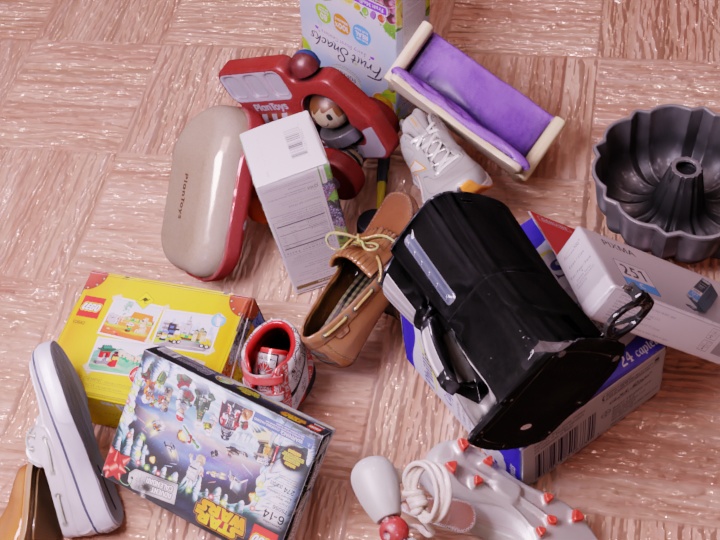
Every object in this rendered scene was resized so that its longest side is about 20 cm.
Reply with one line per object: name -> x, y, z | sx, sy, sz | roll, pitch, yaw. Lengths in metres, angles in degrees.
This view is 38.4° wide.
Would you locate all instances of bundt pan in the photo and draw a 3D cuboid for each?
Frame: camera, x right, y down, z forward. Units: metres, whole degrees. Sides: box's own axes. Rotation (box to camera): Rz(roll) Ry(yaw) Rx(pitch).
bundt pan -> 0.347, -0.086, 1.122 | 0.201, 0.076, 0.203 | -2, 50, 2

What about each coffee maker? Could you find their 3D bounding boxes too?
coffee maker -> 0.132, 0.025, 0.912 | 0.192, 0.135, 0.200 | -38, 55, 10

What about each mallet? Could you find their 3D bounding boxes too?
mallet -> 0.025, -0.087, 1.219 | 0.041, 0.066, 0.200 | -1, 41, 8

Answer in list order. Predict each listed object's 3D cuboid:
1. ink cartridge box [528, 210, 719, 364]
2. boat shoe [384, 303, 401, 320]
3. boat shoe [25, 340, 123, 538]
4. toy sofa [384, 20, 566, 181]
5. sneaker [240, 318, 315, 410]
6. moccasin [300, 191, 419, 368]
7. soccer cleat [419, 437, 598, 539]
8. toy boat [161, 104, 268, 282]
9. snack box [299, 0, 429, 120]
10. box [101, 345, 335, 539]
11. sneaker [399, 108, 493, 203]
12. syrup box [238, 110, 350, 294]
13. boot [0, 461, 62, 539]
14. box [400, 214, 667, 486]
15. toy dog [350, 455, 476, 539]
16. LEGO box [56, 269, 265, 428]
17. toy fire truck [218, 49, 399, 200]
ink cartridge box -> 0.276, 0.005, 1.002 | 0.199, 0.045, 0.177 | 19, 30, -25
boat shoe -> 0.075, -0.029, 1.143 | 0.067, 0.072, 0.201 | 11, 54, 26
boat shoe -> -0.299, 0.173, 1.020 | 0.066, 0.074, 0.201 | -18, 93, 0
toy sofa -> 0.129, -0.191, 1.174 | 0.200, 0.098, 0.083 | 36, 91, 2
sneaker -> -0.101, 0.147, 1.032 | 0.067, 0.108, 0.202 | 9, 58, 16
moccasin -> -0.001, 0.000, 1.071 | 0.073, 0.078, 0.202 | 18, 68, 46
soccer cleat -> 0.143, 0.232, 0.962 | 0.200, 0.078, 0.069 | 37, 53, 8
toy boat -> -0.143, -0.086, 1.189 | 0.130, 0.130, 0.201 | 20, 102, 53
snack box -> 0.003, -0.304, 1.262 | 0.168, 0.200, 0.068 | 35, 59, 29
box -> -0.139, 0.174, 0.989 | 0.199, 0.040, 0.137 | 23, 100, 16
sneaker -> 0.078, -0.123, 1.121 | 0.076, 0.092, 0.200 | -31, 20, -1
syrup box -> -0.063, -0.068, 1.116 | 0.081, 0.200, 0.079 | -19, 55, -2
boot -> -0.381, 0.286, 1.012 | 0.154, 0.074, 0.201 | -11, 52, 8
box -> 0.168, 0.079, 1.033 | 0.184, 0.105, 0.200 | -33, 56, -13
toy dog -> 0.071, 0.259, 0.929 | 0.132, 0.096, 0.201 | -18, 80, 44
LEGO box -> -0.220, 0.093, 1.109 | 0.199, 0.077, 0.149 | 9, 58, 16
toy fire truck -> -0.058, -0.179, 1.194 | 0.199, 0.168, 0.112 | 6, 54, 44
